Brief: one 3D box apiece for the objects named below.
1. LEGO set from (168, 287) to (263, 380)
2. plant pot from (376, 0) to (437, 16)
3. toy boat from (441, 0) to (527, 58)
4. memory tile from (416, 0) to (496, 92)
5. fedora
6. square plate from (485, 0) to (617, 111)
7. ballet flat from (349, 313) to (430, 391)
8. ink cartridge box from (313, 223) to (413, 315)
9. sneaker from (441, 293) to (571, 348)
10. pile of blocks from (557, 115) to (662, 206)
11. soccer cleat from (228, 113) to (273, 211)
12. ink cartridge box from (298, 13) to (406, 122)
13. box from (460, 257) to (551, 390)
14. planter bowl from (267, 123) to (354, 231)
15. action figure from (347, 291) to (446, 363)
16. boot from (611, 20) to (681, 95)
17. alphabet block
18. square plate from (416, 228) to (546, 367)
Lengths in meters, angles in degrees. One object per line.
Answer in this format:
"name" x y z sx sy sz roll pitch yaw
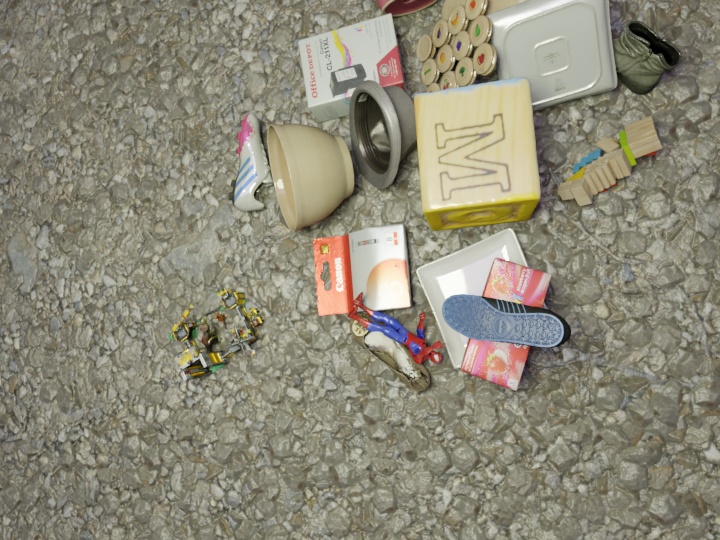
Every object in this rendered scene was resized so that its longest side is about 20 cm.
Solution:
"LEGO set" -0.305 0.130 1.038 0.197 0.116 0.156 -24 80 9
"plant pot" 0.079 -0.608 0.990 0.196 0.200 0.182 -13 99 11
"toy boat" 0.258 -0.490 0.966 0.199 0.129 0.133 -13 95 51
"memory tile" 0.172 -0.406 0.956 0.017 0.199 0.156 -3 84 -28
"fedora" 0.052 -0.268 0.982 0.089 0.203 0.177 -23 41 -21
"square plate" 0.337 -0.379 0.902 0.197 0.029 0.200 -11 126 23
"ballet flat" 0.055 0.157 0.991 0.200 0.046 0.068 44 95 13
"ink cartridge box" 0.000 0.000 1.016 0.196 0.050 0.166 -6 84 9
"sneaker" 0.229 0.082 0.811 0.197 0.077 0.071 13 91 35
"pile of blocks" 0.453 -0.189 0.934 0.199 0.083 0.062 -36 121 17
"soccer cleat" -0.219 -0.224 1.082 0.085 0.070 0.204 9 92 3
"ink cartridge box" -0.015 -0.404 1.037 0.196 0.083 0.149 -11 83 11
"box" 0.247 0.090 0.886 0.098 0.095 0.203 18 89 13
"planter bowl" -0.091 -0.189 0.995 0.132 0.200 0.204 -14 81 -16
"action figure" 0.084 0.103 0.948 0.199 0.066 0.099 36 129 -10
"boot" 0.462 -0.403 0.904 0.199 0.131 0.068 41 94 13
"alphabet block" 0.205 -0.194 0.915 0.193 0.195 0.204 -5 83 14
"square plate" 0.230 0.052 0.963 0.195 0.028 0.203 -23 80 10
